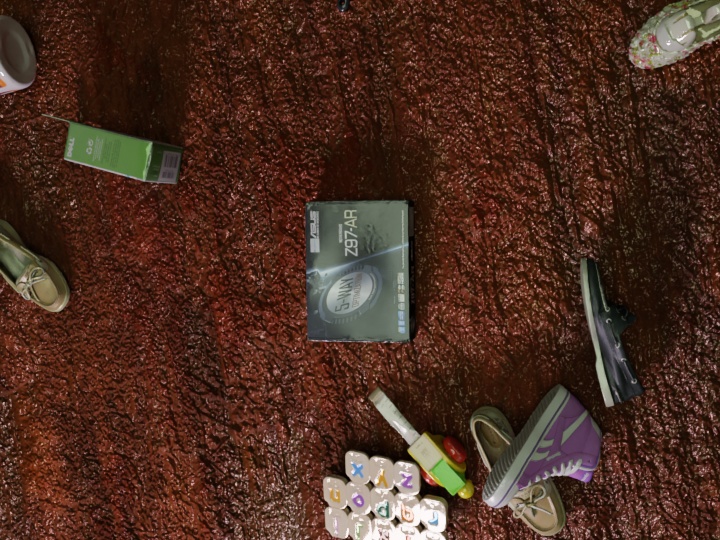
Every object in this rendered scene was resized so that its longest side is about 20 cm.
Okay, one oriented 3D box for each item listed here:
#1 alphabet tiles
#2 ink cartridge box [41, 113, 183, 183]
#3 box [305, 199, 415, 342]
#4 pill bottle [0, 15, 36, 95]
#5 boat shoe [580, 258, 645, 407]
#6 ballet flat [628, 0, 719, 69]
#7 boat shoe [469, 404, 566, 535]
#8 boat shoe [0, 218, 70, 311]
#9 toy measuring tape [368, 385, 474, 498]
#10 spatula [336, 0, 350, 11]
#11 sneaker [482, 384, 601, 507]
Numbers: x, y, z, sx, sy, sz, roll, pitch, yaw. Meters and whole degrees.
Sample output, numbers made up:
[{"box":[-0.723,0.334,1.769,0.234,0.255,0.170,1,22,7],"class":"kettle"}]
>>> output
[{"box":[0.035,0.358,1.315,0.196,0.015,0.200,5,108,26],"class":"alphabet tiles"},{"box":[-0.384,-0.185,1.388,0.196,0.104,0.061,15,97,15],"class":"ink cartridge box"},{"box":[0.000,0.000,1.317,0.156,0.043,0.205,1,94,16],"class":"box"},{"box":[-0.632,-0.328,1.448,0.196,0.114,0.117,-10,90,16],"class":"pill bottle"},{"box":[0.338,0.078,1.207,0.065,0.074,0.204,-11,91,14],"class":"boat shoe"},{"box":[0.438,-0.324,1.159,0.197,0.064,0.077,-25,87,17],"class":"ballet flat"},{"box":[0.213,0.285,1.261,0.073,0.063,0.201,-38,83,14],"class":"boat shoe"},{"box":[-0.556,-0.008,1.470,0.201,0.063,0.073,46,104,9],"class":"boat shoe"},{"box":[0.091,0.243,1.291,0.074,0.073,0.200,-45,82,14],"class":"toy measuring tape"},{"box":[-0.009,-0.476,1.303,0.055,0.020,0.205,11,98,21],"class":"spatula"},{"box":[0.253,0.259,1.202,0.114,0.073,0.200,45,65,0],"class":"sneaker"}]
